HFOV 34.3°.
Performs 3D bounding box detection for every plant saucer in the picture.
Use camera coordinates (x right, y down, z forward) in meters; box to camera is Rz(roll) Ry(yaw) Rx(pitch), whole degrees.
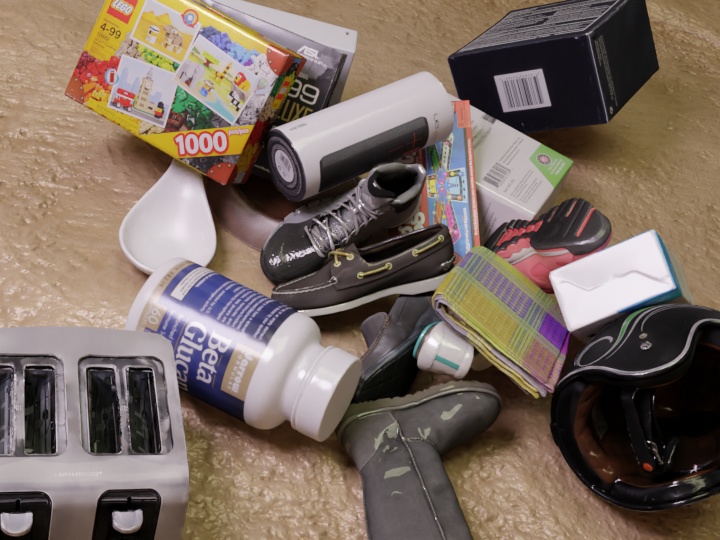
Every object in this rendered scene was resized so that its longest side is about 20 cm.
[{"bbox_3d":[-0.074,-0.089,1.325,0.199,0.032,0.201,10,42,-9],"label":"plant saucer"}]

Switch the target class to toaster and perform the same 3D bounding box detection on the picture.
[{"bbox_3d":[-0.235,0.142,0.944,0.180,0.119,0.201,4,43,-19],"label":"toaster"}]

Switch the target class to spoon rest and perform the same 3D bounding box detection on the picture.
[{"bbox_3d":[-0.195,-0.065,1.229,0.099,0.061,0.201,12,41,-8],"label":"spoon rest"}]

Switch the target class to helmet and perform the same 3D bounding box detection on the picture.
[{"bbox_3d":[0.299,0.124,1.115,0.190,0.201,0.200,-23,56,-34],"label":"helmet"}]

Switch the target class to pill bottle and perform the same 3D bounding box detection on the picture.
[{"bbox_3d":[-0.105,0.075,1.059,0.199,0.111,0.111,24,41,15],"label":"pill bottle"}]

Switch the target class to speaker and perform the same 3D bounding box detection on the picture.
[{"bbox_3d":[0.001,-0.145,1.239,0.199,0.081,0.081,-25,57,-28],"label":"speaker"}]

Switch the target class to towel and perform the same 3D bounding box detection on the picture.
[{"bbox_3d":[0.145,0.044,1.165,0.143,0.023,0.200,39,25,2],"label":"towel"}]

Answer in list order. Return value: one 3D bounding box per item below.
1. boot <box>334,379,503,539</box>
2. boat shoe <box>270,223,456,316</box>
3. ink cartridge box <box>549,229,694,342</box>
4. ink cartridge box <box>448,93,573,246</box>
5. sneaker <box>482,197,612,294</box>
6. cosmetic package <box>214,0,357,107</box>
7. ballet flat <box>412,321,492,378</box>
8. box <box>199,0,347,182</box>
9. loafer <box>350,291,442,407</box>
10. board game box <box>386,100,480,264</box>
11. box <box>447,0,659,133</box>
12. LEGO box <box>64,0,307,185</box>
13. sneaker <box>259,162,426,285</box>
[{"bbox_3d":[0.076,0.199,1.041,0.181,0.073,0.200,-13,42,-14],"label":"boot"},{"bbox_3d":[0.000,0.000,1.195,0.200,0.061,0.072,-13,17,-12],"label":"boat shoe"},{"bbox_3d":[0.284,0.028,1.229,0.200,0.115,0.067,25,44,-64],"label":"ink cartridge box"},{"bbox_3d":[0.132,-0.116,1.393,0.199,0.084,0.146,30,42,11],"label":"ink cartridge box"},{"bbox_3d":[0.212,-0.018,1.252,0.087,0.200,0.074,45,66,-17],"label":"sneaker"},{"bbox_3d":[-0.117,-0.233,1.371,0.199,0.151,0.052,13,41,-7],"label":"cosmetic package"},{"bbox_3d":[0.117,0.070,1.172,0.069,0.070,0.200,34,22,16],"label":"ballet flat"},{"bbox_3d":[-0.133,-0.199,1.277,0.199,0.158,0.050,23,10,2],"label":"box"},{"bbox_3d":[0.030,0.076,1.165,0.072,0.073,0.200,26,31,20],"label":"loafer"},{"bbox_3d":[0.078,-0.093,1.304,0.102,0.019,0.201,-4,73,3],"label":"board game box"},{"bbox_3d":[0.254,-0.267,1.509,0.199,0.124,0.198,-2,27,36],"label":"box"},{"bbox_3d":[-0.180,-0.200,1.210,0.199,0.149,0.077,29,11,8],"label":"LEGO box"},{"bbox_3d":[-0.015,-0.061,1.212,0.200,0.116,0.075,-33,83,-18],"label":"sneaker"}]
